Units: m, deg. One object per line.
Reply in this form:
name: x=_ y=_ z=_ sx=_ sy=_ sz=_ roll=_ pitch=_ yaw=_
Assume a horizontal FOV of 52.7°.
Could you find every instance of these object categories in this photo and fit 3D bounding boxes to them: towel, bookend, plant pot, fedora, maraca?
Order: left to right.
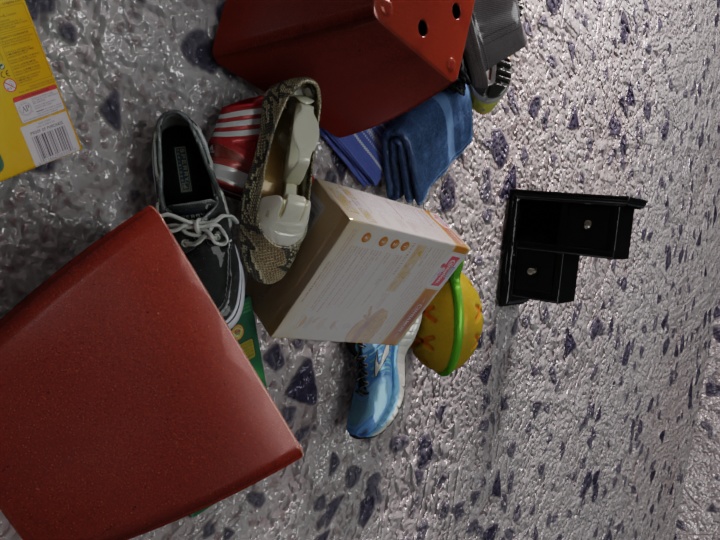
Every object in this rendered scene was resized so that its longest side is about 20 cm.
plant pot: x=-0.192 y=0.089 z=0.538 sx=0.176 sy=0.200 sz=0.200 roll=-33 pitch=102 yaw=-22
plant pot: x=0.003 y=-0.269 z=0.731 sx=0.200 sy=0.176 sz=0.200 roll=23 pitch=76 yaw=-46
towel: x=0.014 y=-0.221 z=0.898 sx=0.145 sy=0.024 sz=0.200 roll=46 pitch=61 yaw=-43
towel: x=0.096 y=-0.177 z=0.956 sx=0.200 sy=0.048 sz=0.112 roll=-47 pitch=138 yaw=-42
maraca: x=0.113 y=0.044 z=0.988 sx=0.107 sy=0.137 sz=0.200 roll=-1 pitch=101 yaw=-15
fedora: x=0.149 y=-0.322 z=0.897 sx=0.200 sy=0.090 sz=0.177 roll=-98 pitch=165 yaw=-57
bookend: x=0.343 y=-0.027 z=1.192 sx=0.092 sy=0.198 sz=0.200 roll=-2 pitch=99 yaw=-52

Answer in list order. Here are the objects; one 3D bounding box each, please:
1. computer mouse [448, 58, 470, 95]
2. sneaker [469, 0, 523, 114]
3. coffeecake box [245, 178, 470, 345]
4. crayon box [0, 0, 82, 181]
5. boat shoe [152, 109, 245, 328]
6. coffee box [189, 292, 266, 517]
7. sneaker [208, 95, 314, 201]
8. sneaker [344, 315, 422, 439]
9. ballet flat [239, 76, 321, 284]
computer mouse: x=0.075 y=-0.307 z=0.886 sx=0.138 sy=0.053 sz=0.200 roll=-37 pitch=106 yaw=-80
sneaker: x=0.184 y=-0.317 z=1.052 sx=0.090 sy=0.078 sz=0.200 roll=86 pitch=17 yaw=-70
coffeecake box: x=0.000 y=0.000 z=0.787 sx=0.200 sy=0.073 sz=0.154 roll=10 pitch=123 yaw=-47
crayon box: x=-0.307 y=-0.104 z=0.493 sx=0.200 sy=0.058 sz=0.119 roll=-37 pitch=124 yaw=-41
boat shoe: x=-0.145 y=-0.043 z=0.645 sx=0.073 sy=0.068 sz=0.200 roll=-6 pitch=85 yaw=-11
coffee box: x=-0.153 y=0.134 z=0.741 sx=0.123 sy=0.044 sz=0.200 roll=-27 pitch=117 yaw=-43
sneaker: x=-0.071 y=-0.117 z=0.766 sx=0.200 sy=0.078 sz=0.116 roll=18 pitch=85 yaw=-52
sneaker: x=0.009 y=0.114 z=0.930 sx=0.090 sy=0.078 sz=0.200 roll=21 pitch=76 yaw=-33
ballet flat: x=-0.070 y=-0.088 z=0.679 sx=0.068 sy=0.075 sz=0.200 roll=12 pitch=80 yaw=-32
